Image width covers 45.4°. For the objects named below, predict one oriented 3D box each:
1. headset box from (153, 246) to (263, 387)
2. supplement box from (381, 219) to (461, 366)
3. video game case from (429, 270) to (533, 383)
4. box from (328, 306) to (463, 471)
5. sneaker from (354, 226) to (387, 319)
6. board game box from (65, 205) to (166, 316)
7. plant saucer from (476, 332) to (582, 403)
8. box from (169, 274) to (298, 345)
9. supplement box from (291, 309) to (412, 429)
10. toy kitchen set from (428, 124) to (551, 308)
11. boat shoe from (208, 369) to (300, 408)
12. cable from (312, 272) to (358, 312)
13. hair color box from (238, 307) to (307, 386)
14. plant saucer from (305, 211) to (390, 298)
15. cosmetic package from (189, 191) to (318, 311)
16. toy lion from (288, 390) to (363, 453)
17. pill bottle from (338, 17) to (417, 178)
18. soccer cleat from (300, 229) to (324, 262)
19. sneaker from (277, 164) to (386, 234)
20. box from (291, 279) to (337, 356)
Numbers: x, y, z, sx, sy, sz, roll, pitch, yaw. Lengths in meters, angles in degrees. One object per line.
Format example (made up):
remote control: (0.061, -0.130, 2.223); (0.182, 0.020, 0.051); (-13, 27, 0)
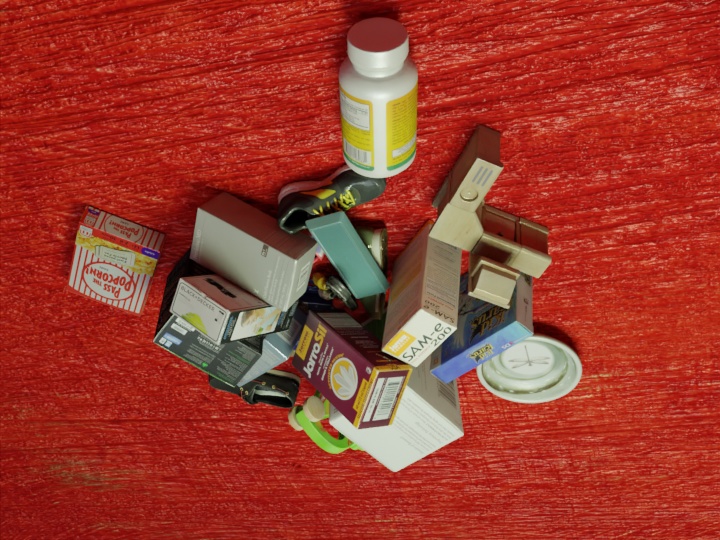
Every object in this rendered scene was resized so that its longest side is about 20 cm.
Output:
headset box: (-0.264, 0.075, 1.537); (0.173, 0.202, 0.093); (33, 117, -24)
supplement box: (0.104, 0.037, 1.417); (0.072, 0.203, 0.126); (25, 136, -16)
video game case: (0.203, 0.069, 1.446); (0.045, 0.184, 0.199); (33, 132, -24)
box: (0.063, 0.217, 1.595); (0.170, 0.201, 0.199); (-33, 124, 25)
sneaker: (0.000, 0.000, 1.504); (0.088, 0.068, 0.203); (9, 136, 10)
board game box: (-0.451, -0.013, 1.584); (0.149, 0.047, 0.201); (20, 136, -10)
plant saucer: (0.318, 0.173, 1.630); (0.195, 0.051, 0.203); (5, 137, 5)
box: (-0.205, 0.058, 1.424); (0.115, 0.199, 0.061); (30, 106, 23)
supplement box: (-0.018, 0.161, 1.444); (0.084, 0.199, 0.112); (3, 115, -43)
toy kitchen set: (0.225, -0.070, 1.311); (0.196, 0.165, 0.182); (19, 136, -11)
boat shoe: (-0.226, 0.242, 1.799); (0.196, 0.064, 0.074); (8, 140, 4)
cable: (-0.040, 0.046, 1.480); (0.050, 0.200, 0.097); (-41, 98, 0)
hair color box: (-0.183, 0.139, 1.620); (0.060, 0.100, 0.199); (41, 142, -14)
plant saucer: (-0.018, -0.020, 1.406); (0.068, 0.019, 0.201); (-13, 137, 20)
cosmetic package: (-0.177, -0.034, 1.423); (0.197, 0.090, 0.109); (25, 123, 14)
toy lion: (-0.032, 0.287, 1.716); (0.068, 0.201, 0.192); (-34, 103, 35)
pill bottle: (0.025, -0.241, 1.207); (0.110, 0.114, 0.202); (4, 137, 7)
soccer cleat: (-0.131, -0.019, 1.495); (0.198, 0.078, 0.067); (-27, 126, 32)
sneaker: (-0.048, -0.106, 1.383); (0.196, 0.086, 0.075); (-15, 133, 25)
box: (-0.093, 0.096, 1.642); (0.118, 0.033, 0.203); (3, 135, 8)
